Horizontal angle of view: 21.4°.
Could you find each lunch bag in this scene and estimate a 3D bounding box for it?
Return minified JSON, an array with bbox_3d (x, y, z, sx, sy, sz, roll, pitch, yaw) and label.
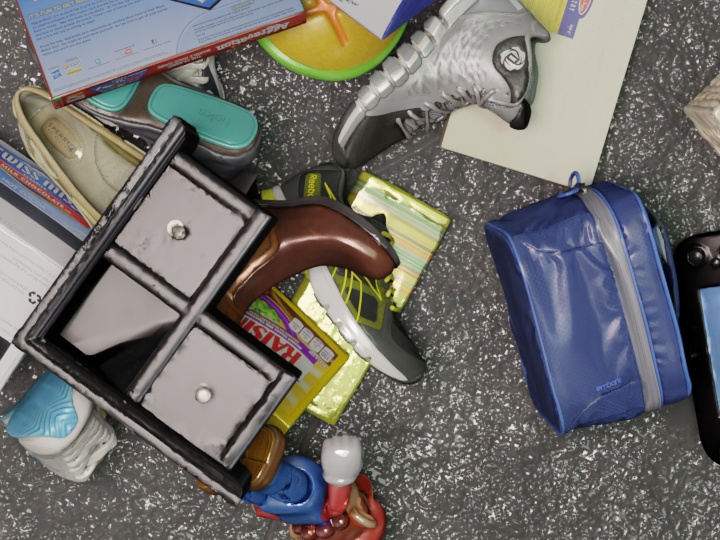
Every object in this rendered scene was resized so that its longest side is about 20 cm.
[{"bbox_3d":[0.189,0.019,1.536,0.132,0.136,0.201,-16,102,-5],"label":"lunch bag"}]

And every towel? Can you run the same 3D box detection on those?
[{"bbox_3d":[-0.009,0.023,1.586,0.086,0.018,0.201,29,92,0],"label":"towel"}]

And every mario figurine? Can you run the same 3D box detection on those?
[{"bbox_3d":[-0.048,0.164,1.526,0.106,0.123,0.200,-54,140,-2],"label":"mario figurine"}]

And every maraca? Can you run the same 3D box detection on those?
[{"bbox_3d":[-0.019,-0.243,1.528,0.137,0.107,0.201,23,66,-10],"label":"maraca"}]

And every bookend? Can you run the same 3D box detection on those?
[{"bbox_3d":[-0.109,0.029,1.375,0.200,0.092,0.199,37,91,1],"label":"bookend"}]

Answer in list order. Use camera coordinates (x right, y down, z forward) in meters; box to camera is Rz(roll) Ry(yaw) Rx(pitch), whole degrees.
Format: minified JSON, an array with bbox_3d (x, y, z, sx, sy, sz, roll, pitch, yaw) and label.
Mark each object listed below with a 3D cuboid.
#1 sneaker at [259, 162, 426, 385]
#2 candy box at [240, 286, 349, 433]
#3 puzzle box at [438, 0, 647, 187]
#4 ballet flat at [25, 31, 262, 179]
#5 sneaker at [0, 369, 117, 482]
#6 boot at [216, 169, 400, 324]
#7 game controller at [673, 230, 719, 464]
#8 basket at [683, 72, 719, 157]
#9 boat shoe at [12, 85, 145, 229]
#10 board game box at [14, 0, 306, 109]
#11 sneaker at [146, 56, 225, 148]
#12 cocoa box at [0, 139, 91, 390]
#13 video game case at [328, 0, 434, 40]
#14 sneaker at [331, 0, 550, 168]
[{"bbox_3d":[0.000,0.000,1.537,0.084,0.074,0.200,-36,88,2],"label":"sneaker"},{"bbox_3d":[-0.109,0.035,1.535,0.200,0.026,0.102,43,47,-1],"label":"candy box"},{"bbox_3d":[0.156,-0.178,1.582,0.133,0.025,0.201,17,92,-5],"label":"puzzle box"},{"bbox_3d":[-0.169,-0.127,1.464,0.199,0.073,0.073,27,91,2],"label":"ballet flat"},{"bbox_3d":[-0.226,0.120,1.482,0.081,0.200,0.077,43,80,-7],"label":"sneaker"},{"bbox_3d":[-0.088,0.029,1.453,0.188,0.069,0.201,23,70,10],"label":"boot"},{"bbox_3d":[0.324,0.064,1.589,0.104,0.042,0.201,-8,96,31],"label":"game controller"},{"bbox_3d":[0.371,-0.100,1.552,0.123,0.136,0.200,-38,96,2],"label":"basket"},{"bbox_3d":[-0.191,-0.069,1.458,0.073,0.063,0.201,-43,69,-6],"label":"boat shoe"},{"bbox_3d":[-0.151,-0.199,1.428,0.199,0.019,0.103,-20,69,-8],"label":"board game box"},{"bbox_3d":[-0.147,-0.171,1.505,0.079,0.130,0.200,0,93,-3],"label":"sneaker"},{"bbox_3d":[-0.318,-0.027,1.483,0.200,0.131,0.134,35,112,-6],"label":"cocoa box"},{"bbox_3d":[0.000,-0.279,1.467,0.181,0.200,0.046,38,130,8],"label":"video game case"},{"bbox_3d":[0.074,-0.135,1.529,0.115,0.075,0.200,43,98,12],"label":"sneaker"}]
